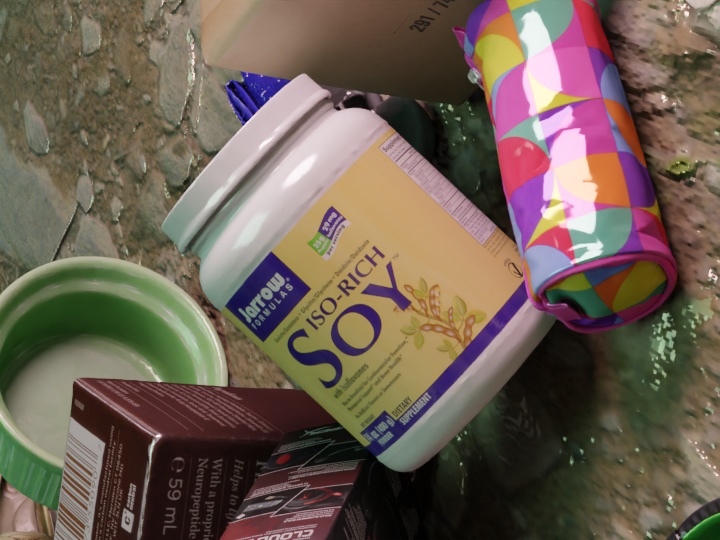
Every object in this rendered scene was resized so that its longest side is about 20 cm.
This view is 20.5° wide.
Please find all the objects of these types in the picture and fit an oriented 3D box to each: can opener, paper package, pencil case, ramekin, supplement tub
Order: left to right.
[{"bbox_3d":[-0.214,0.098,1.599,0.098,0.199,0.201,119,146,-53],"label":"ramekin"},{"bbox_3d":[0.000,0.000,1.140,0.145,0.200,0.145,-47,0,0],"label":"supplement tub"},{"bbox_3d":[0.005,-0.119,1.370,0.066,0.053,0.200,-37,46,12],"label":"can opener"},{"bbox_3d":[0.022,-0.196,1.176,0.200,0.190,0.104,-44,48,51],"label":"paper package"},{"bbox_3d":[0.112,-0.065,1.096,0.088,0.088,0.201,-53,40,46],"label":"pencil case"}]

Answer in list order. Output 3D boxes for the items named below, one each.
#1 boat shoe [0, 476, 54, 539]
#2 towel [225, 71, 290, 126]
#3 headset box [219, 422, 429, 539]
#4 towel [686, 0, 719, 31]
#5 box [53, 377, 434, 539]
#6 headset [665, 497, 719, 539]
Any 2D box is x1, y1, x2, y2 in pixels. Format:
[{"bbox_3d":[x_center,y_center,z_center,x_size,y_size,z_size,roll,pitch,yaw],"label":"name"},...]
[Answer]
[{"bbox_3d":[-0.333,0.247,1.944,0.063,0.073,0.201,116,154,-44],"label":"boat shoe"},{"bbox_3d":[-0.025,-0.049,1.325,0.148,0.049,0.200,65,175,-37],"label":"towel"},{"bbox_3d":[-0.016,0.192,1.145,0.200,0.075,0.149,-58,-46,-66],"label":"headset box"},{"bbox_3d":[0.187,-0.230,1.030,0.133,0.034,0.200,-57,39,40],"label":"towel"},{"bbox_3d":[-0.084,0.170,1.314,0.164,0.199,0.167,20,104,62],"label":"box"},{"bbox_3d":[0.153,0.196,0.955,0.200,0.094,0.124,-61,33,20],"label":"headset"}]
